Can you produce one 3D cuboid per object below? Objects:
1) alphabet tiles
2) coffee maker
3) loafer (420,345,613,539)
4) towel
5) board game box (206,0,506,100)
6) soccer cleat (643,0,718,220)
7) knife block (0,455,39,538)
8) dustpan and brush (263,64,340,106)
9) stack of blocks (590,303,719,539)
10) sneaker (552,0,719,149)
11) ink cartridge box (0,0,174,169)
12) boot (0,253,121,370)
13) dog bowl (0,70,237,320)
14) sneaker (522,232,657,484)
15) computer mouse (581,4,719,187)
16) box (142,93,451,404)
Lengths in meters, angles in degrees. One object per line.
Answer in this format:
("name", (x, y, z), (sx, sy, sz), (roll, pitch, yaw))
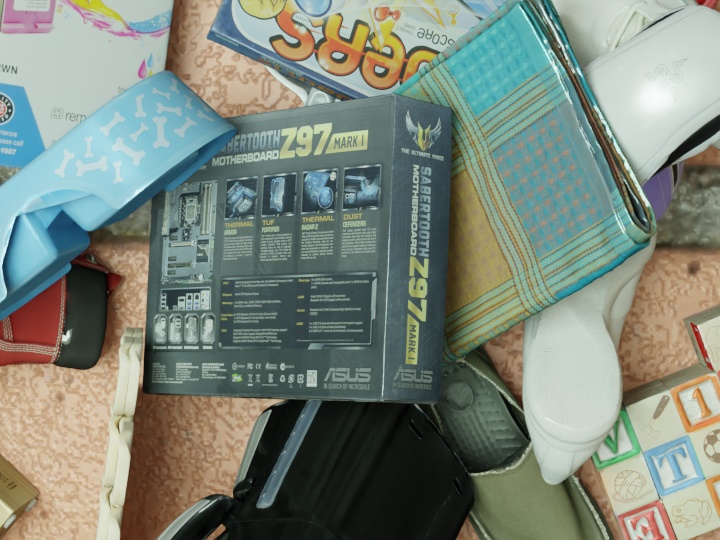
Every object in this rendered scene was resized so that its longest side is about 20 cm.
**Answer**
("alphabet tiles", (-0.144, 0.136, 0.975), (0.014, 0.196, 0.203), (8, 94, -8))
("coffee maker", (-0.013, 0.173, 0.944), (0.190, 0.136, 0.201), (10, 49, 23))
("loafer", (0.086, 0.124, 1.020), (0.075, 0.070, 0.201), (-36, 90, 5))
("towel", (0.056, -0.039, 0.914), (0.199, 0.022, 0.148), (-34, 77, 42))
("board game box", (0.027, -0.155, 0.989), (0.198, 0.034, 0.137), (23, 85, -8))
("soccer cleat", (0.169, -0.121, 0.979), (0.066, 0.077, 0.202), (16, 78, 5))
("knife block", (-0.297, 0.121, 1.052), (0.175, 0.064, 0.200), (41, 95, 2))
("dustpan and brush", (-0.018, -0.128, 1.019), (0.138, 0.057, 0.203), (9, 94, 3))
("stack of blocks", (0.230, 0.078, 1.013), (0.198, 0.059, 0.116), (-23, 91, 5))
("sneaker", (0.173, -0.114, 0.913), (0.199, 0.080, 0.071), (30, 97, 6))
("ink cartridge box", (-0.188, -0.160, 0.985), (0.143, 0.084, 0.203), (5, 94, -40))
("boot", (-0.223, -0.029, 1.043), (0.143, 0.072, 0.202), (1, 59, -34))
("dog bowl", (-0.158, -0.035, 0.919), (0.199, 0.111, 0.050), (-36, 91, 11))
("sneaker", (0.124, 0.029, 0.996), (0.074, 0.089, 0.202), (13, 55, 6))
("computer mouse", (0.117, -0.066, 0.894), (0.200, 0.044, 0.110), (-41, 73, 37))
("box", (-0.039, -0.008, 0.940), (0.199, 0.051, 0.160), (-3, 83, 44))
